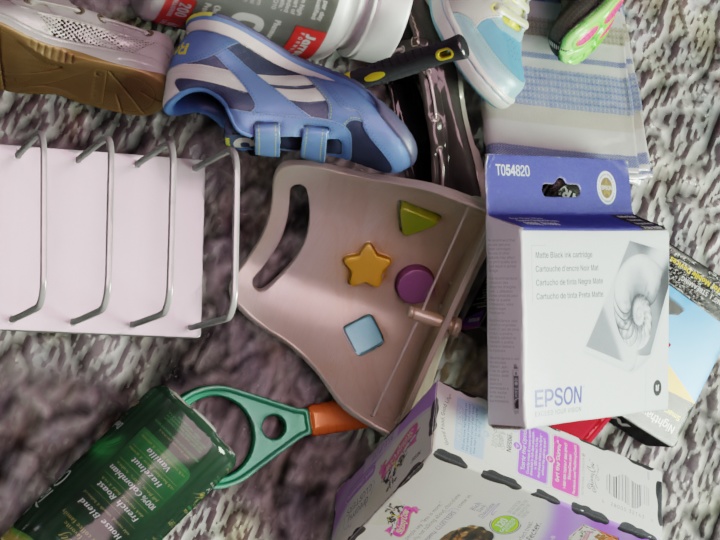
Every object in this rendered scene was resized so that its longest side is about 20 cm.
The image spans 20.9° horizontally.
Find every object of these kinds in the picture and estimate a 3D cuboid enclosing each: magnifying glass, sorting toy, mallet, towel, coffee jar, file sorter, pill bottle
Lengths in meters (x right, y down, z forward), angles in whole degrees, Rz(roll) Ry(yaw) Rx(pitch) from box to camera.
[{"bbox_3d":[-0.061,0.120,1.515,0.200,0.022,0.080,-8,87,-22],"label":"magnifying glass"},{"bbox_3d":[0.000,0.000,1.501,0.180,0.107,0.200,22,106,-5],"label":"sorting toy"},{"bbox_3d":[-0.016,-0.151,1.484,0.066,0.200,0.041,60,26,-15],"label":"mallet"},{"bbox_3d":[0.160,-0.165,1.599,0.147,0.024,0.200,4,65,-20],"label":"towel"},{"bbox_3d":[-0.186,0.178,1.409,0.085,0.104,0.200,45,78,-3],"label":"coffee jar"},{"bbox_3d":[-0.198,-0.027,1.423,0.200,0.125,0.139,3,83,-20],"label":"file sorter"},{"bbox_3d":[-0.066,-0.226,1.498,0.200,0.114,0.114,12,80,-19],"label":"pill bottle"}]

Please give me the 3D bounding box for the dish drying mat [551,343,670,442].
[{"bbox_3d":[0.159,0.114,1.557,0.077,0.018,0.200,40,91,-14],"label":"dish drying mat"}]

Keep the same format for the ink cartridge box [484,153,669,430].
[{"bbox_3d":[0.165,0.013,1.462,0.200,0.041,0.200,-3,91,-50],"label":"ink cartridge box"}]

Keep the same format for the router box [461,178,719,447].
[{"bbox_3d":[0.201,0.034,1.604,0.200,0.051,0.149,31,77,-14],"label":"router box"}]

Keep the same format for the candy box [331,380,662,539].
[{"bbox_3d":[0.102,0.186,1.486,0.200,0.168,0.072,23,46,-17],"label":"candy box"}]

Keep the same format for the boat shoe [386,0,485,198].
[{"bbox_3d":[0.048,-0.133,1.558,0.057,0.067,0.200,-20,95,-26],"label":"boat shoe"}]

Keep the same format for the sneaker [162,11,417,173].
[{"bbox_3d":[-0.055,-0.112,1.436,0.200,0.074,0.082,26,68,8],"label":"sneaker"}]

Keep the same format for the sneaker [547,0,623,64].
[{"bbox_3d":[0.176,-0.245,1.595,0.084,0.077,0.200,20,51,-3],"label":"sneaker"}]

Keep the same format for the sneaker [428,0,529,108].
[{"bbox_3d":[0.120,-0.233,1.526,0.080,0.130,0.200,27,41,-52],"label":"sneaker"}]

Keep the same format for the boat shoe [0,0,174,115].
[{"bbox_3d":[-0.237,-0.175,1.460,0.200,0.071,0.069,16,53,-11],"label":"boat shoe"}]
